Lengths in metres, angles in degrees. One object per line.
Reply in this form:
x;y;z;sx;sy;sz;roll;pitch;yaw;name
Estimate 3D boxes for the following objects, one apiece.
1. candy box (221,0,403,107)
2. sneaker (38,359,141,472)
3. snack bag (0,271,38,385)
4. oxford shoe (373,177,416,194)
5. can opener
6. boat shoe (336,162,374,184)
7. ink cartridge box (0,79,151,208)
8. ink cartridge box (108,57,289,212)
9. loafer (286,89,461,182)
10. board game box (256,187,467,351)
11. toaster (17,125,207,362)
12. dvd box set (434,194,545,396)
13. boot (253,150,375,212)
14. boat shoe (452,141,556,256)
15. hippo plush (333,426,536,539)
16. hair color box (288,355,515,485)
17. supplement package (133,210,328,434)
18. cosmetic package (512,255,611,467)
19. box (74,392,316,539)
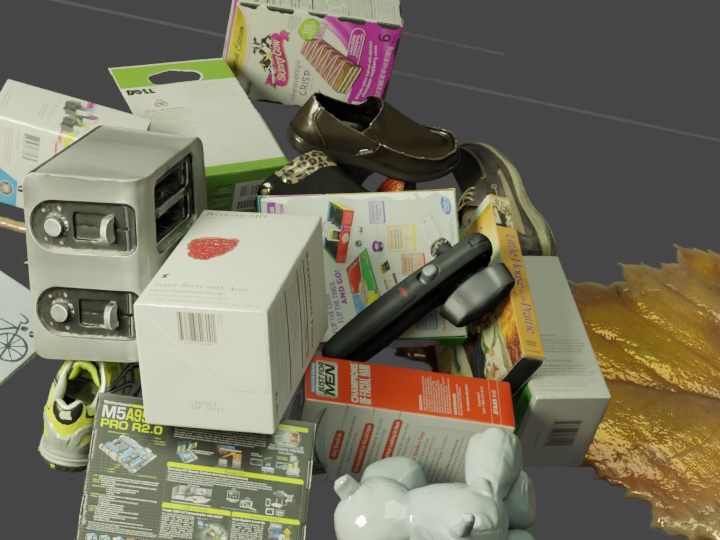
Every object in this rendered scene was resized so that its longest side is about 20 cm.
-0.060;-0.263;1.930;0.198;0.137;0.061;7;41;-9;candy box
-0.244;0.097;1.530;0.075;0.077;0.201;12;40;-2;sneaker
-0.404;0.053;1.569;0.188;0.021;0.200;31;44;15;snack bag
0.042;-0.041;1.791;0.073;0.071;0.201;35;37;-18;oxford shoe
0.048;0.032;1.544;0.199;0.064;0.079;-30;50;-10;can opener
-0.029;-0.124;1.845;0.065;0.073;0.200;20;41;23;boat shoe
-0.289;-0.112;1.712;0.199;0.116;0.068;16;42;-1;ink cartridge box
-0.185;-0.145;1.811;0.147;0.076;0.200;-9;46;-25;ink cartridge box
0.022;-0.149;1.777;0.199;0.072;0.073;7;40;-19;loafer
0.000;0.000;1.605;0.198;0.040;0.154;-2;76;-6;board game box
-0.222;-0.028;1.513;0.118;0.182;0.200;6;21;13;toaster
0.120;0.045;1.627;0.029;0.146;0.201;12;49;-25;dvd box set
-0.058;-0.026;1.688;0.200;0.073;0.151;-43;58;-7;boot
0.146;-0.072;1.836;0.073;0.075;0.200;-10;47;-27;boat shoe
0.062;0.241;1.454;0.160;0.160;0.200;-6;20;21;hippo plush
0.035;0.150;1.535;0.198;0.111;0.064;8;41;-10;hair color box
-0.110;0.040;1.451;0.120;0.121;0.200;3;26;12;supplement package
0.176;0.089;1.647;0.084;0.108;0.201;0;42;-16;cosmetic package
-0.144;0.201;1.430;0.198;0.044;0.161;8;65;-8;box
